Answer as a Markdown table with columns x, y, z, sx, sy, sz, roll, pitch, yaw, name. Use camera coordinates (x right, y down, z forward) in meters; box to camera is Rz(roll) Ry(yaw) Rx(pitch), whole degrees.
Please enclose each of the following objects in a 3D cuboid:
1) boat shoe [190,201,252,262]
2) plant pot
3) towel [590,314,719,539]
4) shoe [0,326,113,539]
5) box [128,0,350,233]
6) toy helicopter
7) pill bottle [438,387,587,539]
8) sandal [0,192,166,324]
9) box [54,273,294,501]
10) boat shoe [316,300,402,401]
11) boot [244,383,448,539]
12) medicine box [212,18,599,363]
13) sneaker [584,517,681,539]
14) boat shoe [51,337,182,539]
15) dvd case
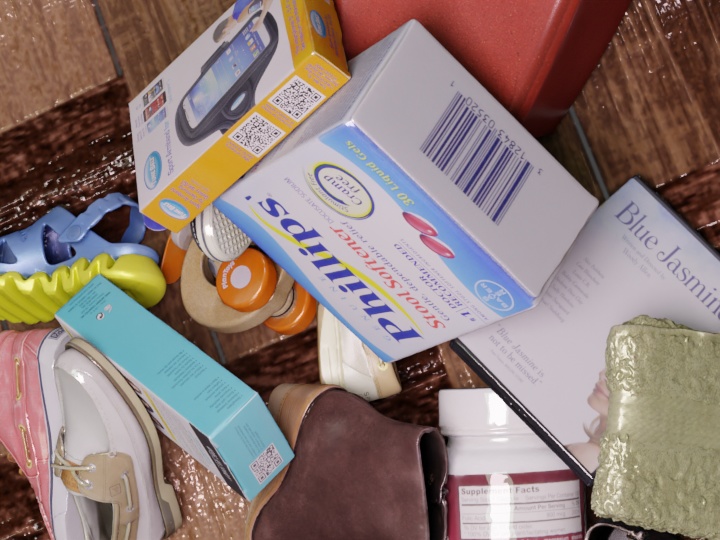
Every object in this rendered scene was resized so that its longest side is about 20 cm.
| x | y | z | sx | sy | sz | roll | pitch | yaw | name |
| --- | --- | --- | --- | --- | --- | --- | --- | --- | --- |
| -0.114 | -0.085 | 1.528 | 0.062 | 0.075 | 0.201 | -22 | 50 | 21 | boat shoe |
| 0.084 | -0.196 | 1.473 | 0.198 | 0.200 | 0.178 | 20 | 104 | 17 | plant pot |
| 0.249 | 0.116 | 1.426 | 0.198 | 0.036 | 0.150 | 10 | 82 | -25 | towel |
| -0.242 | 0.143 | 1.620 | 0.090 | 0.071 | 0.202 | 0 | 100 | 40 | shoe |
| -0.095 | -0.117 | 1.426 | 0.200 | 0.041 | 0.120 | -38 | 39 | 23 | box |
| -0.091 | -0.051 | 1.583 | 0.131 | 0.079 | 0.202 | 5 | 76 | 32 | toy helicopter |
| 0.107 | 0.184 | 1.482 | 0.113 | 0.114 | 0.202 | -3 | 86 | 17 | pill bottle |
| -0.240 | -0.011 | 1.625 | 0.198 | 0.080 | 0.088 | -4 | 64 | 18 | sandal |
| -0.138 | 0.083 | 1.509 | 0.049 | 0.083 | 0.199 | -43 | 49 | -16 | box |
| 0.000 | 0.000 | 1.551 | 0.066 | 0.074 | 0.202 | -3 | 89 | 5 | boat shoe |
| -0.008 | 0.187 | 1.492 | 0.166 | 0.072 | 0.202 | 17 | 113 | 45 | boot |
| 0.028 | -0.047 | 1.418 | 0.182 | 0.200 | 0.103 | 43 | 59 | -14 | medicine box |
| 0.237 | 0.245 | 1.442 | 0.199 | 0.106 | 0.075 | 35 | 97 | 16 | sneaker |
| -0.191 | 0.142 | 1.537 | 0.068 | 0.201 | 0.074 | -38 | 41 | -25 | boat shoe |
| 0.180 | 0.040 | 1.461 | 0.200 | 0.018 | 0.143 | -40 | 76 | -23 | dvd case |
